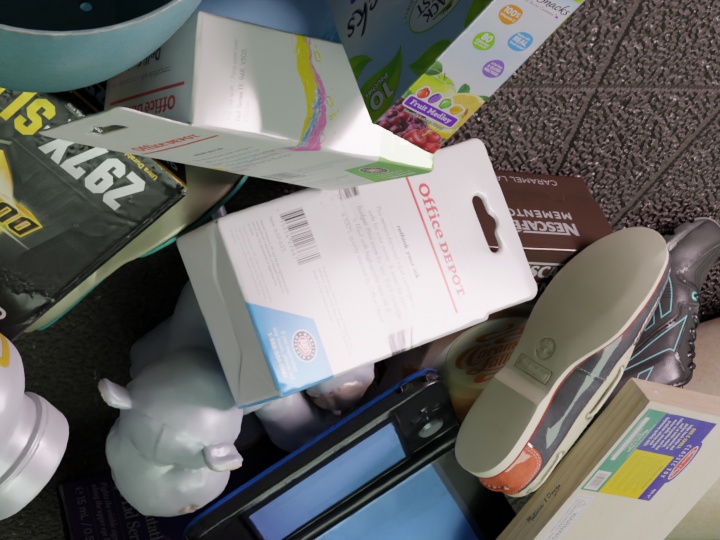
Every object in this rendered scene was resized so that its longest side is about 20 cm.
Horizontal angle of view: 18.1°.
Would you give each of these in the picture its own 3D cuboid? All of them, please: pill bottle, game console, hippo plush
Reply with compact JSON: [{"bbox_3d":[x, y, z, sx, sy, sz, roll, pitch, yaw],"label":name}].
[{"bbox_3d":[-0.271,0.063,1.333,0.112,0.112,0.200,-37,122,18],"label":"pill bottle"},{"bbox_3d":[0.004,0.182,1.504,0.200,0.118,0.171,-34,159,-5],"label":"game console"},{"bbox_3d":[-0.082,0.082,1.455,0.159,0.161,0.200,24,130,-1],"label":"hippo plush"}]

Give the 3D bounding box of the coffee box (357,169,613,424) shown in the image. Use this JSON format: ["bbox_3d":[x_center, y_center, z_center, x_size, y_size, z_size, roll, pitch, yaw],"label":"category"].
[{"bbox_3d":[0.081,0.030,1.558,0.114,0.080,0.200,2,134,-25],"label":"coffee box"}]

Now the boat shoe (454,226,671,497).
[{"bbox_3d":[0.141,0.061,1.477,0.200,0.071,0.063,-54,135,1],"label":"boat shoe"}]

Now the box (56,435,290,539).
[{"bbox_3d":[-0.105,0.216,1.633,0.200,0.148,0.104,-14,137,-9],"label":"box"}]

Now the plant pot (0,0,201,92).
[{"bbox_3d":[-0.169,-0.171,1.185,0.200,0.200,0.135,-6,154,-15],"label":"plant pot"}]

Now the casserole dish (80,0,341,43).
[{"bbox_3d":[-0.085,-0.150,1.337,0.200,0.039,0.121,23,123,-36],"label":"casserole dish"}]

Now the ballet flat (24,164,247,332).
[{"bbox_3d":[-0.160,-0.031,1.418,0.200,0.070,0.069,-36,136,17],"label":"ballet flat"}]

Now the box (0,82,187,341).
[{"bbox_3d":[-0.226,-0.069,1.328,0.160,0.049,0.200,-39,121,17],"label":"box"}]

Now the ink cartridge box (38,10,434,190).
[{"bbox_3d":[-0.069,-0.097,1.278,0.200,0.067,0.117,9,171,-31],"label":"ink cartridge box"}]

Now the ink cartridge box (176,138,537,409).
[{"bbox_3d":[0.000,0.000,1.413,0.200,0.116,0.067,-19,178,-30],"label":"ink cartridge box"}]

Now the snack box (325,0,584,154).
[{"bbox_3d":[0.043,-0.182,1.232,0.053,0.200,0.142,23,123,-36],"label":"snack box"}]

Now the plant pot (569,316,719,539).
[{"bbox_3d":[0.238,0.121,1.652,0.183,0.201,0.201,-9,138,4],"label":"plant pot"}]

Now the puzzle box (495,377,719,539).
[{"bbox_3d":[0.170,0.159,1.532,0.133,0.025,0.200,15,121,-45],"label":"puzzle box"}]

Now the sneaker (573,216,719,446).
[{"bbox_3d":[0.203,0.050,1.574,0.200,0.079,0.075,-51,165,-18],"label":"sneaker"}]
